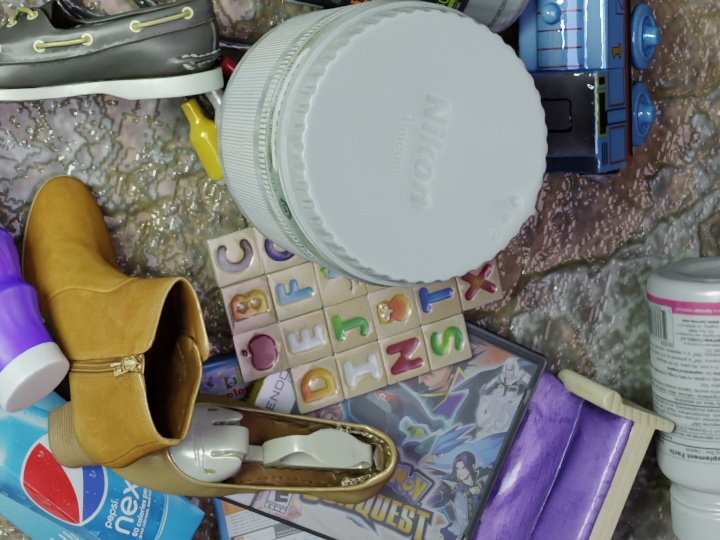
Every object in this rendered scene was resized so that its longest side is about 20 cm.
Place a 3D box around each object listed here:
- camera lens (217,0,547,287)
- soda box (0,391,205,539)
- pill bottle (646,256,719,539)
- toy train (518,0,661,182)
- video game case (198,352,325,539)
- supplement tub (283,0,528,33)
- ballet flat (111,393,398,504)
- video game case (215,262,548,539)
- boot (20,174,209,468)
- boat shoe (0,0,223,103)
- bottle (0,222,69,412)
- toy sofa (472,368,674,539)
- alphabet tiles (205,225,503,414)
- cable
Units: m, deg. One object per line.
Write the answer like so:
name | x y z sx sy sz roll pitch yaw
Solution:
camera lens | 0.006 -0.077 0.811 0.157 0.200 0.163 -2 98 -17
soda box | -0.203 0.132 0.891 0.200 0.068 0.065 42 50 -18
pill bottle | 0.275 0.098 1.015 0.112 0.113 0.203 -8 101 -15
toy train | 0.153 -0.160 0.935 0.114 0.086 0.203 -16 107 -57
video game case | -0.038 0.149 0.980 0.141 0.018 0.203 -13 101 -14
supplement tub | 0.012 -0.228 0.886 0.197 0.122 0.125 6 96 -16
ballet flat | -0.067 0.113 0.892 0.197 0.063 0.070 6 70 -21
video game case | 0.015 0.108 0.967 0.198 0.025 0.183 24 90 -19
boot | -0.146 0.019 0.837 0.070 0.143 0.204 7 70 -39
boat shoe | -0.186 -0.139 0.853 0.198 0.072 0.062 -3 105 0
bottle | -0.253 -0.005 0.825 0.083 0.065 0.201 -39 75 -2
toy sofa | 0.141 0.177 1.003 0.096 0.083 0.203 21 92 -19
alphabet tiles | 0.000 0.000 0.929 0.197 0.006 0.169 -17 103 -15
cable | -0.112 -0.143 0.895 0.097 0.050 0.200 -43 109 6
